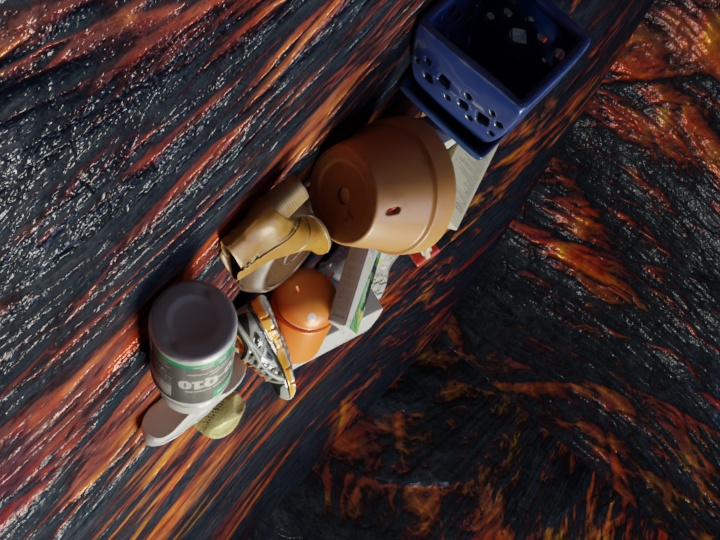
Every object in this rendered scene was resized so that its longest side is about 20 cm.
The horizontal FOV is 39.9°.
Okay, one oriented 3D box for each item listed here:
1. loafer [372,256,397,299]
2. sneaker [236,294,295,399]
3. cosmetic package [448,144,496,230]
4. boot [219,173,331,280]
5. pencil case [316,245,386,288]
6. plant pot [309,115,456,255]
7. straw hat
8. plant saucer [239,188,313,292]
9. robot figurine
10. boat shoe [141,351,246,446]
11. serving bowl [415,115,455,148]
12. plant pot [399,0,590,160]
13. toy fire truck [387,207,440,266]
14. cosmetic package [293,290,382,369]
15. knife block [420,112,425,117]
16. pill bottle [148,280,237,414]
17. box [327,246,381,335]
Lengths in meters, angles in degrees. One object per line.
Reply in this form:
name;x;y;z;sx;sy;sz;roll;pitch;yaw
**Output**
loafer;0.041;-0.036;2.046;0.069;0.070;0.203;15;108;-33
sneaker;-0.155;0.128;1.574;0.076;0.079;0.203;-21;123;-2
cosmetic package;0.169;-0.189;1.813;0.105;0.070;0.203;42;71;-41
boot;-0.120;-0.038;1.358;0.144;0.071;0.202;-43;156;-9
pencil case;0.005;-0.042;1.798;0.201;0.090;0.083;-53;178;7
plant pot;0.020;-0.116;1.421;0.139;0.201;0.202;-13;144;-46
straw hat;-0.243;0.233;1.668;0.202;0.085;0.202;-49;168;-14
plant saucer;-0.107;-0.040;1.508;0.201;0.032;0.201;-50;170;-12
robot figurine;-0.105;0.078;1.662;0.201;0.141;0.118;117;-11;-45
boat shoe;-0.261;0.204;1.554;0.200;0.072;0.069;-46;175;-31
serving bowl;0.070;-0.192;1.581;0.198;0.067;0.200;-32;180;0
plant pot;0.185;-0.299;1.462;0.200;0.199;0.180;-45;173;-30
toy fire truck;0.081;-0.073;1.605;0.048;0.143;0.200;-31;-174;1
cosmetic package;-0.062;0.104;1.888;0.198;0.075;0.102;-27;163;-31
knife block;0.147;-0.287;1.667;0.202;0.064;0.175;-55;168;20
pill bottle;-0.220;0.107;1.297;0.113;0.113;0.201;-45;167;-27
box;0.000;0.000;1.634;0.144;0.036;0.204;50;58;-78
